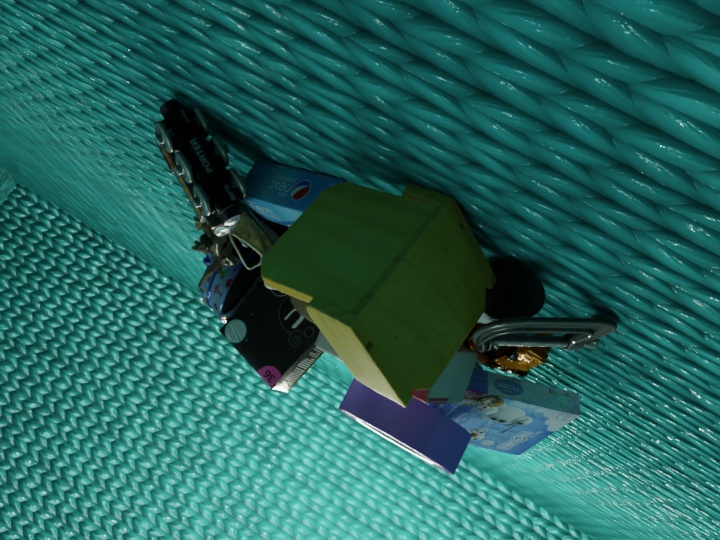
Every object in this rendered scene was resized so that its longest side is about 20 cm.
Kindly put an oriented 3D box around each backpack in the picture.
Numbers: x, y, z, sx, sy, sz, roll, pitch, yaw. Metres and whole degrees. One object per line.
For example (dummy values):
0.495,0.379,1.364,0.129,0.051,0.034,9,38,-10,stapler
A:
-0.235,0.001,1.448,0.133,0.202,0.183,28,167,14,backpack

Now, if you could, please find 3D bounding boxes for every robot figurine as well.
0.206,0.105,1.118,0.143,0.059,0.200,31,168,-1,robot figurine

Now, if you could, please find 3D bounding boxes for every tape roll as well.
0.066,0.229,1.135,0.197,0.066,0.200,28,168,7,tape roll

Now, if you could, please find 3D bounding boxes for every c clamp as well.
0.220,0.084,0.924,0.196,0.028,0.171,4,164,-19,c clamp

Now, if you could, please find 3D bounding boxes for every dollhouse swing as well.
0.015,0.016,0.885,0.174,0.201,0.183,6,138,49,dollhouse swing

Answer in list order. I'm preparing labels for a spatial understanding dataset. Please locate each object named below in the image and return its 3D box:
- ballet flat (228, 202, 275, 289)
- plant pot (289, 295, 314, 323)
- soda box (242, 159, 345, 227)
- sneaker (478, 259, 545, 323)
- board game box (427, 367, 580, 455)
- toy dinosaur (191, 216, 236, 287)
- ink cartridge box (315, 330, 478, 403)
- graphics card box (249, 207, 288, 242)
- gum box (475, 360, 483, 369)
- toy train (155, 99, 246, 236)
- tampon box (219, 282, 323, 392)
-0.140,-0.013,1.159,0.200,0.071,0.071,48,164,-9,ballet flat
0.000,0.000,1.071,0.198,0.200,0.094,24,121,30,plant pot
-0.088,-0.100,1.069,0.198,0.065,0.068,20,162,44,soda box
0.179,0.034,0.952,0.087,0.076,0.199,18,172,-26,sneaker
0.221,0.235,1.231,0.195,0.044,0.201,13,145,-13,board game box
-0.253,-0.075,1.333,0.084,0.205,0.136,2,-172,-10,toy dinosaur
0.054,0.117,1.106,0.197,0.086,0.145,21,-178,29,ink cartridge box
-0.114,-0.030,1.258,0.199,0.051,0.126,42,-168,-12,graphics card box
0.148,0.148,1.266,0.200,0.065,0.115,46,-160,-43,gum box
-0.231,-0.145,1.086,0.202,0.084,0.114,59,159,7,toy train
-0.132,0.100,1.403,0.150,0.200,0.126,42,177,15,tampon box
